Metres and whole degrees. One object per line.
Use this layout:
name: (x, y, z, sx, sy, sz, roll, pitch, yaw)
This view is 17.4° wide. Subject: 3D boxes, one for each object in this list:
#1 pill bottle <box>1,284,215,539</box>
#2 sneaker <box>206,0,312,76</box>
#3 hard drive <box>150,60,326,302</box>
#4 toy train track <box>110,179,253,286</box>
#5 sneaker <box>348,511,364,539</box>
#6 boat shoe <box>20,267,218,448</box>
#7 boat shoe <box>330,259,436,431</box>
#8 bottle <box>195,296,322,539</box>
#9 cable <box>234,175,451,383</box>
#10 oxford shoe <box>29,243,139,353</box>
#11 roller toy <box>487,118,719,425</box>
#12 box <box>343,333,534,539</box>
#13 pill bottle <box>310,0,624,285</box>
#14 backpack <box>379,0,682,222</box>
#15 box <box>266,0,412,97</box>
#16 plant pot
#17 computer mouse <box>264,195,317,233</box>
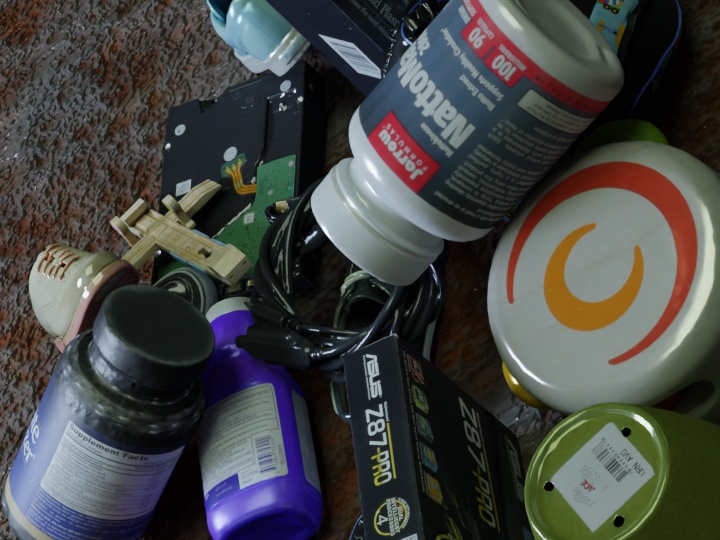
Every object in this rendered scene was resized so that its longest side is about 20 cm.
pill bottle: (-0.178, 0.112, 1.702, 0.200, 0.112, 0.112, -63, 36, 32)
sneaker: (-0.084, -0.206, 1.866, 0.074, 0.082, 0.200, -50, 13, -4)
hard drive: (-0.095, -0.059, 1.859, 0.140, 0.038, 0.200, -18, 52, 28)
toy train track: (-0.141, -0.029, 1.789, 0.115, 0.033, 0.200, -46, 30, -11)
sneaker: (0.013, 0.209, 1.572, 0.070, 0.078, 0.200, -14, 55, 30)
boat shoe: (-0.189, 0.076, 1.795, 0.200, 0.066, 0.070, -46, 66, 15)
boat shoe: (0.015, 0.034, 1.698, 0.076, 0.060, 0.200, -24, 49, 25)
bottle: (-0.080, 0.111, 1.716, 0.083, 0.065, 0.200, -27, 49, 18)
cable: (0.000, 0.000, 1.658, 0.200, 0.051, 0.163, 3, 59, 50)
oxford shoe: (-0.219, 0.014, 1.775, 0.071, 0.074, 0.200, -42, 0, -21)
roller toy: (0.187, 0.022, 1.520, 0.182, 0.140, 0.200, 34, 94, 40)
box: (0.057, 0.162, 1.511, 0.049, 0.161, 0.200, -25, 48, 21)
pill bottle: (0.063, -0.089, 1.517, 0.200, 0.119, 0.120, -49, 43, 22)
backpack: (0.124, -0.151, 1.668, 0.182, 0.135, 0.200, 28, 47, 9)
box: (0.040, -0.235, 1.757, 0.104, 0.200, 0.182, 19, 76, 45)
plant pot: (0.184, 0.160, 1.389, 0.187, 0.200, 0.187, -19, 52, 26)
computer mouse: (0.020, -0.063, 1.743, 0.200, 0.034, 0.059, -11, 35, 15)
